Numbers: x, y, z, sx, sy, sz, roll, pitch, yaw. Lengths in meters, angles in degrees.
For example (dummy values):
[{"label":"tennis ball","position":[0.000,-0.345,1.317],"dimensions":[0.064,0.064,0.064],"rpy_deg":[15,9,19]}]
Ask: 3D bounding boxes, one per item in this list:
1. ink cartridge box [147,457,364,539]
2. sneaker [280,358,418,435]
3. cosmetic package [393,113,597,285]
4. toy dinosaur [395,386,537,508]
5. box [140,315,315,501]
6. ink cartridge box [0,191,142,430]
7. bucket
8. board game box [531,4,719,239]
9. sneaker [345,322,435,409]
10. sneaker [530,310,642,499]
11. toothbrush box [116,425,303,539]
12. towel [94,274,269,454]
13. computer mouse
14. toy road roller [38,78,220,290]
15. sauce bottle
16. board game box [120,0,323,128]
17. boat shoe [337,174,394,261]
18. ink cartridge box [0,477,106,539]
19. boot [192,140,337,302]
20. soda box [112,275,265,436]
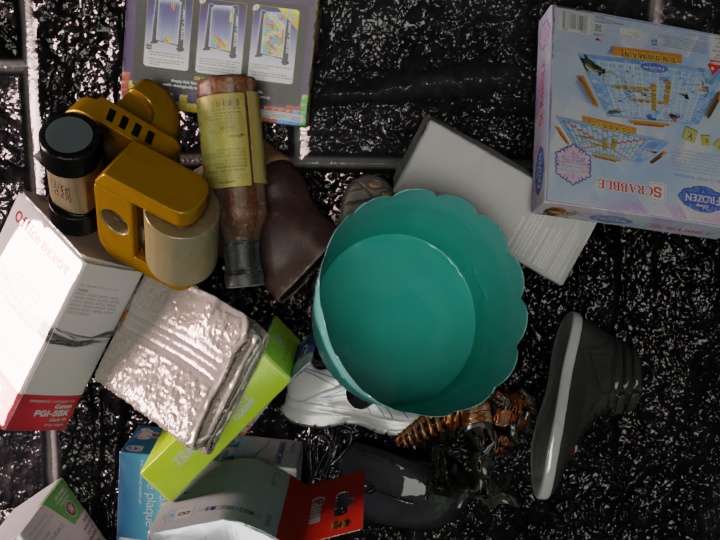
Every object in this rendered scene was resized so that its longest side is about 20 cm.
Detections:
[{"label":"ink cartridge box","position":[-0.096,0.226,0.957],"dimensions":[0.196,0.160,0.048],"rpy_deg":[-13,98,3]},{"label":"sneaker","position":[0.011,0.129,1.062],"dimensions":[0.196,0.075,0.089],"rpy_deg":[3,97,1]},{"label":"cosmetic package","position":[0.134,-0.075,0.993],"dimensions":[0.197,0.107,0.091],"rpy_deg":[27,102,-2]},{"label":"toy dinosaur","position":[0.111,0.172,1.022],"dimensions":[0.196,0.102,0.139],"rpy_deg":[3,89,-22]},{"label":"box","position":[-0.129,0.128,0.975],"dimensions":[0.048,0.122,0.200],"rpy_deg":[44,100,-9]},{"label":"ink cartridge box","position":[-0.332,0.043,1.017],"dimensions":[0.146,0.082,0.202],"rpy_deg":[38,105,33]},{"label":"bucket","position":[0.047,0.036,0.914],"dimensions":[0.203,0.135,0.212],"rpy_deg":[2,81,-10]},{"label":"board game box","position":[0.268,-0.144,0.948],"dimensions":[0.196,0.041,0.204],"rpy_deg":[8,76,-9]},{"label":"sneaker","position":[0.076,0.089,1.026],"dimensions":[0.200,0.074,0.088],"rpy_deg":[-44,108,-11]},{"label":"sneaker","position":[0.243,0.151,1.025],"dimensions":[0.098,0.071,0.203],"rpy_deg":[19,71,-4]},{"label":"toothbrush box","position":[-0.167,0.266,1.091],"dimensions":[0.196,0.085,0.149],"rpy_deg":[6,102,0]},{"label":"towel","position":[-0.179,0.082,0.942],"dimensions":[0.034,0.198,0.134],"rpy_deg":[34,80,-47]},{"label":"computer mouse","position":[0.029,0.250,1.095],"dimensions":[0.196,0.053,0.141],"rpy_deg":[6,102,1]},{"label":"toy road roller","position":[-0.203,-0.094,0.933],"dimensions":[0.198,0.147,0.124],"rpy_deg":[30,146,9]},{"label":"sauce bottle","position":[-0.123,-0.085,0.947],"dimensions":[0.065,0.066,0.204],"rpy_deg":[-4,90,3]},{"label":"board game box","position":[-0.140,-0.242,0.993],"dimensions":[0.196,0.057,0.169],"rpy_deg":[8,101,1]},{"label":"boat shoe","position":[0.000,0.000,1.032],"dimensions":[0.073,0.073,0.204],"rpy_deg":[12,97,-4]},{"label":"ink cartridge box","position":[-0.329,0.361,1.088],"dimensions":[0.084,0.146,0.202],"rpy_deg":[-31,100,7]},{"label":"boot","position":[-0.132,-0.030,1.001],"dimensions":[0.199,0.072,0.167],"rpy_deg":[-41,68,3]},{"label":"soda box","position":[-0.182,0.088,1.063],"dimensions":[0.199,0.064,0.069],"rpy_deg":[39,101,-7]}]
